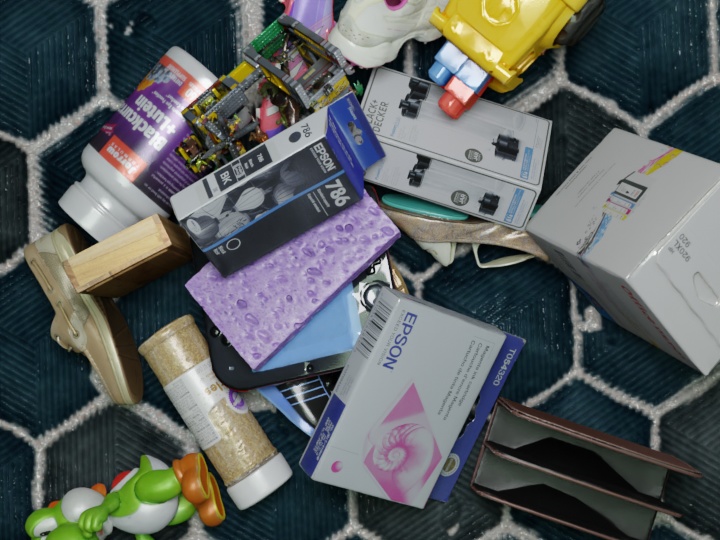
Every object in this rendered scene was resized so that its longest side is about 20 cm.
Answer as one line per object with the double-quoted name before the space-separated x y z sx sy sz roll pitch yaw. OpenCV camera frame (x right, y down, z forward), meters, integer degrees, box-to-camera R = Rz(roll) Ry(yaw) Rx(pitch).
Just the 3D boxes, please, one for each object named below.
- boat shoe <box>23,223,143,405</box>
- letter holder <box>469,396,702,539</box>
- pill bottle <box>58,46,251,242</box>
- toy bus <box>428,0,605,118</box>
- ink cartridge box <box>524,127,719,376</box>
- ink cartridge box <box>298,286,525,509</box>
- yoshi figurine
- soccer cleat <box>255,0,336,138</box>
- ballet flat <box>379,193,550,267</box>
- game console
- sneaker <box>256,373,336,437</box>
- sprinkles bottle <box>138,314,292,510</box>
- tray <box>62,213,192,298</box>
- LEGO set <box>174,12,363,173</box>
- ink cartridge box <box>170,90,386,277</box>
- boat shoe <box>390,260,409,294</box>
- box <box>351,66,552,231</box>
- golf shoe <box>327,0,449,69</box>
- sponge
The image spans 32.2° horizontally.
"boat shoe" -0.286 0.054 1.292 0.064 0.071 0.202 -26 80 5
"letter holder" 0.224 0.210 1.251 0.198 0.142 0.102 19 88 0
"pill bottle" -0.213 -0.119 1.273 0.111 0.111 0.201 40 88 1
"toy bus" 0.141 -0.240 1.253 0.135 0.200 0.193 39 102 7
"ink cartridge box" 0.291 -0.023 1.211 0.145 0.200 0.147 -46 117 -2
"ink cartridge box" 0.063 0.135 1.236 0.198 0.043 0.198 20 99 -33
"yoshi figurine" -0.242 0.261 1.263 0.198 0.112 0.114 -17 95 2
"soccer cleat" -0.061 -0.229 1.306 0.075 0.067 0.203 13 85 -5
"ballet flat" 0.113 -0.037 1.301 0.197 0.068 0.068 5 109 1
"game console" -0.064 0.019 1.249 0.197 0.031 0.179 -12 85 6
"sneaker" -0.055 0.112 1.287 0.199 0.070 0.078 40 95 2
"sprinkles bottle" -0.150 0.146 1.286 0.068 0.068 0.201 -33 88 -2
"tray" -0.221 -0.010 1.225 0.098 0.200 0.037 -27 89 -2
"LEGO set" -0.071 -0.142 1.210 0.199 0.155 0.116 -37 47 -15
"ink cartridge box" -0.070 -0.079 1.173 0.199 0.100 0.039 -31 48 3
"boat shoe" 0.000 0.000 1.292 0.073 0.069 0.202 -29 84 5
"box" 0.089 -0.127 1.275 0.198 0.060 0.117 18 47 1
"golf shoe" 0.049 -0.275 1.254 0.075 0.092 0.200 34 46 16
"sponge" -0.066 -0.010 1.228 0.200 0.030 0.112 -43 77 0
